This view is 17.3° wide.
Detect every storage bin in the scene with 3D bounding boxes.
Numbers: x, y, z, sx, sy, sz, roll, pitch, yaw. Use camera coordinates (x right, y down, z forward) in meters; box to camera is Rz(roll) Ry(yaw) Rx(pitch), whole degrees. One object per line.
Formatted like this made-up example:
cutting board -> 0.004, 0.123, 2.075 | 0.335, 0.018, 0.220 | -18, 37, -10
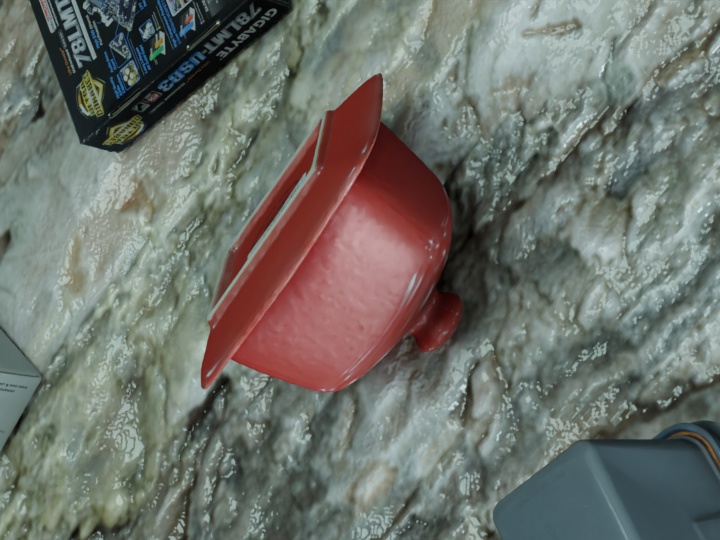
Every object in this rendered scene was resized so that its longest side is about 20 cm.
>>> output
storage bin -> 0.176, 0.182, 1.360 | 0.146, 0.134, 0.200 | -41, 59, 28

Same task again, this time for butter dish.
butter dish -> 0.000, 0.000, 1.548 | 0.200, 0.148, 0.199 | -54, 9, 19

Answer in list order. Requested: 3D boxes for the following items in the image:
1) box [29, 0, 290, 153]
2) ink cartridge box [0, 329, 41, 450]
box -> -0.163, -0.224, 1.781 | 0.198, 0.050, 0.200 | -38, 60, 30
ink cartridge box -> -0.360, 0.120, 1.861 | 0.146, 0.084, 0.200 | 44, 110, 37
